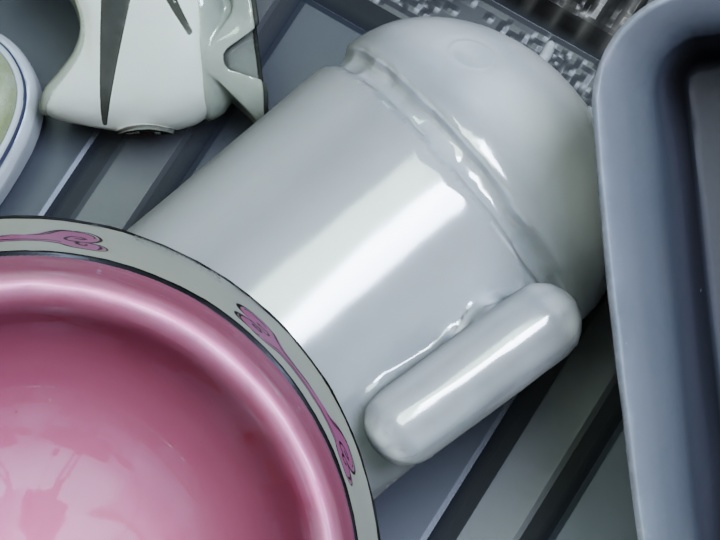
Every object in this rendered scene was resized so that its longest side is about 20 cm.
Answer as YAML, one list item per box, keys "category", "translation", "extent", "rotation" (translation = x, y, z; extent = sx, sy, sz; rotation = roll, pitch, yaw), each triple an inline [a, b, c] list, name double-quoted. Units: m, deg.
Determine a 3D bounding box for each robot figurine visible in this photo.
- category: "robot figurine"
  translation: [0.000, 0.000, 0.906]
  extent: [0.200, 0.113, 0.170]
  rotation: [-40, 41, -6]

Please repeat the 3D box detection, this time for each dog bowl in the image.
- category: "dog bowl"
  translation: [-0.089, 0.083, 0.782]
  extent: [0.200, 0.074, 0.201]
  rotation: [0, 88, -6]

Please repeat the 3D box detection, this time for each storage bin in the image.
- category: "storage bin"
  translation: [0.149, 0.011, 0.855]
  extent: [0.145, 0.134, 0.201]
  rotation: [-6, 96, 8]

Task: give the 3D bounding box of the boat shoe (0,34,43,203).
- category: "boat shoe"
  translation: [-0.190, -0.013, 0.950]
  extent: [0.200, 0.062, 0.072]
  rotation: [-37, 75, -6]

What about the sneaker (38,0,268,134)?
- category: "sneaker"
  translation: [-0.085, -0.143, 0.953]
  extent: [0.088, 0.074, 0.201]
  rotation: [-6, 87, -4]
